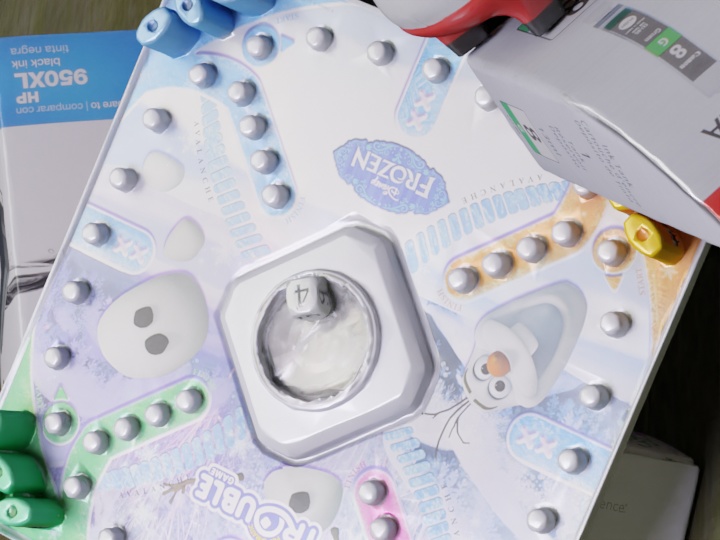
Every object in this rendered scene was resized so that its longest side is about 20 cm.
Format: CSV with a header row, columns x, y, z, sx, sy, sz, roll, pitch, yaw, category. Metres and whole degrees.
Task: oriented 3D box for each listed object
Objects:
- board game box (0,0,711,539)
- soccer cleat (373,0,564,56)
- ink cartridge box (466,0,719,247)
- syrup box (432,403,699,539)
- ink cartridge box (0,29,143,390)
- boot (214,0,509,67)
x,y,z,sx,sy,sz,roll,pitch,yaw,category
-0.014,0.021,0.770,0.200,0.026,0.200,24,93,25,board game box
0.050,-0.148,0.718,0.069,0.085,0.200,-10,40,48,soccer cleat
0.129,-0.075,0.636,0.161,0.050,0.200,-41,20,-6,ink cartridge box
0.035,0.142,0.806,0.081,0.079,0.201,-171,93,-68,syrup box
-0.125,0.010,1.182,0.145,0.084,0.201,113,151,-66,ink cartridge box
0.017,-0.135,0.898,0.079,0.157,0.212,122,148,-59,boot
